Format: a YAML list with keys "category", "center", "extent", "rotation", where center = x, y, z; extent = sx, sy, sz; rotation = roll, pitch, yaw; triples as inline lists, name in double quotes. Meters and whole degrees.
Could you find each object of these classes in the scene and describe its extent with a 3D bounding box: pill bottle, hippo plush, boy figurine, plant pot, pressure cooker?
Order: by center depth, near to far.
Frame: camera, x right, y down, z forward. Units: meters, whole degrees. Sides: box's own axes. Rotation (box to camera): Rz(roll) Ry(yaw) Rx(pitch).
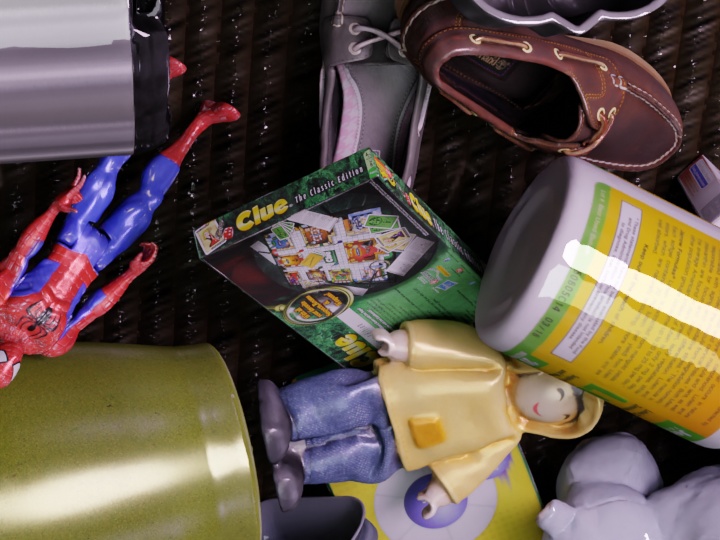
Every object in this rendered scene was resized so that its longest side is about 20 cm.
- category: "pressure cooker"
  center: [-0.196, -0.140, 1.106]
  extent: [0.199, 0.176, 0.179]
  rotation: [-5, 114, -8]
- category: "pill bottle"
  center: [0.172, 0.028, 1.204]
  extent: [0.199, 0.111, 0.111]
  rotation: [25, 111, -12]
- category: "plant pot"
  center: [-0.161, 0.121, 1.249]
  extent: [0.192, 0.200, 0.201]
  rotation: [-11, 118, -15]
- category: "boy figurine"
  center: [0.044, 0.084, 1.261]
  extent: [0.199, 0.064, 0.125]
  rotation: [-9, 116, -1]
- category: "hippo plush"
  center: [0.192, 0.169, 1.317]
  extent: [0.160, 0.200, 0.160]
  rotation: [-12, 127, 18]

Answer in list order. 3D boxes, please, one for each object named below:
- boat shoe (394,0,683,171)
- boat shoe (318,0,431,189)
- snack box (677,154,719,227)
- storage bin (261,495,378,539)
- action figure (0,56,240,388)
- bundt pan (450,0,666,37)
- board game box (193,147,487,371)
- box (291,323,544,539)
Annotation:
- category: "boat shoe"
  center: [0.101, -0.093, 1.202]
  extent: [0.199, 0.070, 0.070]
  rotation: [20, 122, -34]
- category: "boat shoe"
  center: [0.009, -0.091, 1.222]
  extent: [0.067, 0.057, 0.201]
  rotation: [1, 117, -8]
- category: "snack box"
  center: [0.263, 0.015, 1.298]
  extent: [0.024, 0.072, 0.200]
  rotation: [-44, 114, 13]
- category: "storage bin"
  center: [-0.034, 0.249, 1.297]
  extent: [0.145, 0.200, 0.134]
  rotation: [-8, 129, 47]
- category: "action figure"
  center: [-0.142, -0.021, 1.193]
  extent: [0.065, 0.052, 0.200]
  rotation: [40, 77, -27]
- category: "bundt pan"
  center: [0.085, -0.210, 1.125]
  extent: [0.201, 0.076, 0.203]
  rotation: [2, 82, -15]
- category: "board game box"
  center: [0.000, 0.000, 1.204]
  extent: [0.104, 0.024, 0.200]
  rotation: [-26, 152, 12]
- category: "box"
  center: [0.046, 0.135, 1.348]
  extent: [0.117, 0.048, 0.201]
  rotation: [-21, 119, 4]
